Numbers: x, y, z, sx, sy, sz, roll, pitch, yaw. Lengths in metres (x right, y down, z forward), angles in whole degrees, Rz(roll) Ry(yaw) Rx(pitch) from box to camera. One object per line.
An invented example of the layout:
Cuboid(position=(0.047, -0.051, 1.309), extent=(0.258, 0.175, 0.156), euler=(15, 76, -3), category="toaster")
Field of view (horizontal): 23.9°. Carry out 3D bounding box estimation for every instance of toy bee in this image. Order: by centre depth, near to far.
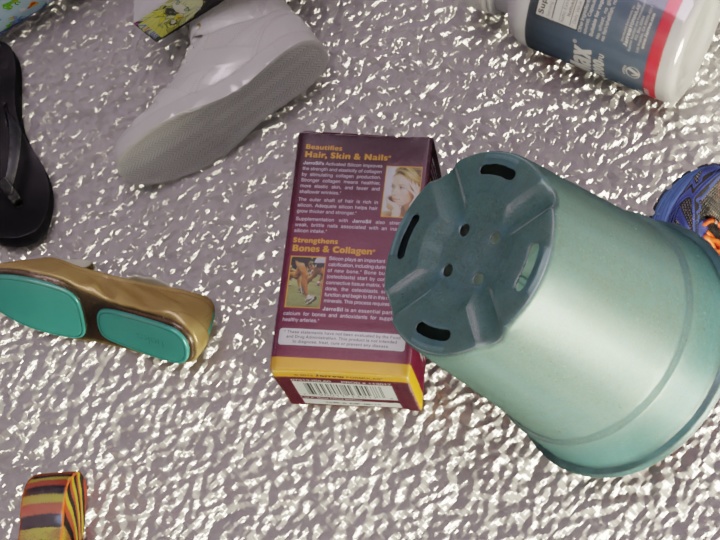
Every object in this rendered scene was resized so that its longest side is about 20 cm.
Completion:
Cuboid(position=(-0.228, 0.237, 1.259), extent=(0.130, 0.109, 0.201), euler=(-24, 67, -3), category="toy bee")

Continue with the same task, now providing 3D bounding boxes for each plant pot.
Cuboid(position=(0.133, 0.022, 1.197), extent=(0.199, 0.195, 0.202), euler=(-22, 55, 35), category="plant pot")

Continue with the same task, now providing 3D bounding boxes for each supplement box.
Cuboid(position=(0.000, 0.000, 1.328), extent=(0.109, 0.086, 0.202), euler=(3, 69, 10), category="supplement box")

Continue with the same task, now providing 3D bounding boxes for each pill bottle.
Cuboid(position=(0.185, -0.225, 1.372), extent=(0.199, 0.120, 0.120), euler=(24, 74, 18), category="pill bottle")

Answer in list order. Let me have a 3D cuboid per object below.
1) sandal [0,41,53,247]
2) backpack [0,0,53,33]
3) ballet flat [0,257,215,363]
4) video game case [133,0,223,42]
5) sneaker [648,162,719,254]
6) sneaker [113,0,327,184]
Cuboid(position=(-0.314, -0.110, 1.446), extent=(0.075, 0.043, 0.202), euler=(-19, 67, 1), category="sandal")
Cuboid(position=(-0.308, -0.293, 1.456), extent=(0.198, 0.163, 0.155), euler=(-15, 72, 23), category="backpack")
Cuboid(position=(-0.210, 0.025, 1.375), extent=(0.198, 0.069, 0.063), euler=(17, 44, 13), category="ballet flat")
Cuboid(position=(-0.118, -0.315, 1.438), extent=(0.180, 0.036, 0.202), euler=(-27, 49, 28), category="video game case")
Cuboid(position=(0.255, 0.016, 1.277), extent=(0.078, 0.075, 0.202), euler=(3, 73, 48), category="sneaker")
Cuboid(position=(-0.134, -0.162, 1.433), extent=(0.199, 0.074, 0.116), euler=(-33, 53, -2), category="sneaker")
